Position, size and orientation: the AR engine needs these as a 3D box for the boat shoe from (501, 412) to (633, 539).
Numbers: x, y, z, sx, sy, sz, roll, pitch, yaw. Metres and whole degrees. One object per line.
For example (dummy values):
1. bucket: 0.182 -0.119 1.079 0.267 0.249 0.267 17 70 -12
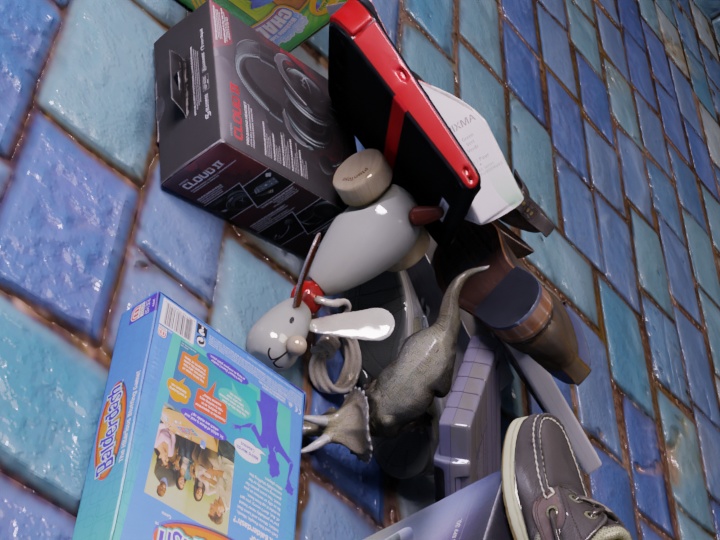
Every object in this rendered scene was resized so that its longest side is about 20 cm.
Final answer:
1. boat shoe: 0.133 0.170 0.682 0.071 0.066 0.203 31 40 -34

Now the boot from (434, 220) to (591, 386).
1. boot: 0.126 0.028 0.980 0.097 0.075 0.200 45 8 -26

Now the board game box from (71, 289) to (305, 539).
1. board game box: -0.107 0.136 0.762 0.152 0.045 0.202 39 36 -33

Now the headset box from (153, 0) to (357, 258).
1. headset box: -0.090 -0.119 0.968 0.199 0.077 0.151 29 43 -44

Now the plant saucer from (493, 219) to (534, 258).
1. plant saucer: 0.090 -0.068 1.167 0.199 0.032 0.200 36 7 -5

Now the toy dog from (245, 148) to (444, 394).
1. toy dog: 0.000 0.000 0.907 0.131 0.096 0.203 30 73 -37

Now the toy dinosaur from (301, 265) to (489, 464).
1. toy dinosaur: 0.042 0.084 0.893 0.077 0.200 0.102 49 8 5

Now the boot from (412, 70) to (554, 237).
1. boot: 0.099 -0.113 1.179 0.200 0.069 0.174 44 4 36

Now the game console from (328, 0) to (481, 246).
1. game console: 0.033 -0.113 0.924 0.178 0.031 0.200 53 -8 8

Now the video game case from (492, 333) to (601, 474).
1. video game case: 0.155 0.080 1.112 0.201 0.024 0.183 55 3 -41

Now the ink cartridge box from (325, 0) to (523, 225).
1. ink cartridge box: 0.050 -0.142 0.960 0.202 0.050 0.161 64 -9 -15

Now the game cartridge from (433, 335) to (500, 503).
1. game cartridge: 0.089 0.173 0.943 0.130 0.038 0.203 -52 144 -54

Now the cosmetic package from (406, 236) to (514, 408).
1. cosmetic package: 0.057 0.032 1.060 0.202 0.082 0.050 63 28 2

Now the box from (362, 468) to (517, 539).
1. box: 0.031 0.259 0.714 0.124 0.197 0.200 49 32 -11

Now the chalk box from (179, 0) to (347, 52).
1. chalk box: -0.082 -0.291 1.078 0.199 0.124 0.125 29 42 -40

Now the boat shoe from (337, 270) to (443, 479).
1. boat shoe: 0.033 0.079 0.999 0.064 0.074 0.205 15 57 -58
